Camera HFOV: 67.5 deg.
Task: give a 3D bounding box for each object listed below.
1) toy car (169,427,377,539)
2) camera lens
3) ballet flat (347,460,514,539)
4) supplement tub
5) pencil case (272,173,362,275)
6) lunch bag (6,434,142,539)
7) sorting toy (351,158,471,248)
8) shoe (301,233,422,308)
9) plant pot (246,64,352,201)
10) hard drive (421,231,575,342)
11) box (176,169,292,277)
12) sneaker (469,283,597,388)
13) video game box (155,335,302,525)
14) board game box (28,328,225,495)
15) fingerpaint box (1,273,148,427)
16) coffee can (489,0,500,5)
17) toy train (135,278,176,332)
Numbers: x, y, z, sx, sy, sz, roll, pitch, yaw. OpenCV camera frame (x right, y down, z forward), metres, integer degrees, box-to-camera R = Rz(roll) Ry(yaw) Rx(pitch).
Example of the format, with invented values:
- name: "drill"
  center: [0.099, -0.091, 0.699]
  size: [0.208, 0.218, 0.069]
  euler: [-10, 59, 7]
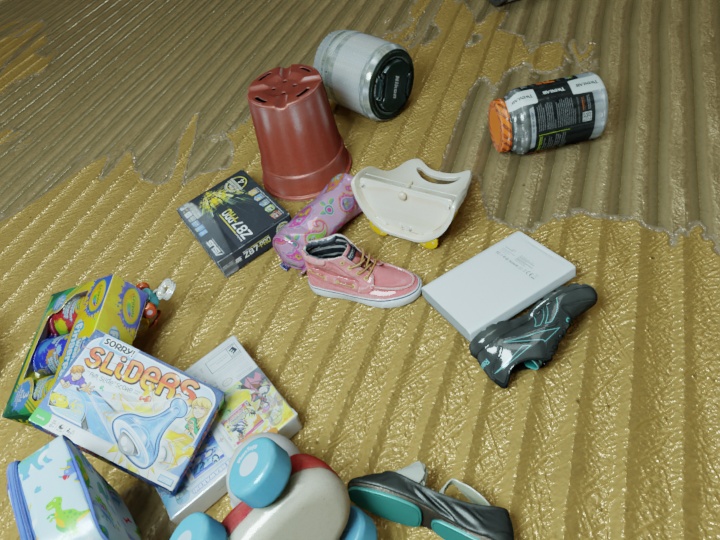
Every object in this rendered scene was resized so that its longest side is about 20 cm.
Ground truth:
- name: "toy car"
  center: [-0.114, 0.264, 0.616]
  size: [0.177, 0.185, 0.199]
  euler: [-48, 29, -8]
- name: "camera lens"
  center: [0.010, -0.436, 1.200]
  size: [0.159, 0.162, 0.199]
  euler: [-40, 52, -22]
- name: "ballet flat"
  center: [0.082, 0.272, 0.630]
  size: [0.196, 0.069, 0.069]
  euler: [19, 44, 15]
- name: "supplement tub"
  center: [0.352, -0.294, 1.023]
  size: [0.195, 0.124, 0.124]
  euler: [-12, 47, 1]
- name: "pencil case"
  center: [-0.071, -0.086, 0.967]
  size: [0.086, 0.088, 0.201]
  euler: [23, 58, 29]
- name: "lunch bag"
  center: [-0.308, 0.291, 0.604]
  size: [0.081, 0.203, 0.161]
  euler: [-28, 50, -23]
- name: "sorting toy"
  center: [0.114, -0.143, 0.969]
  size: [0.196, 0.109, 0.181]
  euler: [18, 48, 27]
- name: "shoe"
  center: [0.000, 0.000, 0.865]
  size: [0.195, 0.092, 0.072]
  euler: [6, 50, 17]
- name: "plant pot"
  center: [-0.129, -0.281, 1.071]
  size: [0.195, 0.198, 0.204]
  euler: [-7, 47, 7]
- name: "hard drive"
  center: [0.210, 0.018, 0.831]
  size: [0.197, 0.027, 0.132]
  euler: [-29, 38, -13]
- name: "box"
  center: [-0.241, -0.097, 1.035]
  size: [0.160, 0.050, 0.200]
  euler: [-36, 51, -15]
- name: "sneaker"
  center: [0.252, 0.091, 0.752]
  size: [0.197, 0.076, 0.080]
  euler: [-29, 58, -2]
- name: "video game box"
  center: [-0.209, 0.214, 0.755]
  size: [0.198, 0.047, 0.182]
  euler: [-36, 50, -18]
- name: "board game box"
  center: [-0.294, 0.180, 0.698]
  size: [0.196, 0.035, 0.137]
  euler: [25, 55, 0]
- name: "fingerpaint box"
  center: [-0.425, 0.123, 0.809]
  size: [0.163, 0.073, 0.204]
  euler: [-13, 55, 28]
- name: "coffee can"
  center: [0.445, -0.816, 1.446]
  size: [0.195, 0.148, 0.148]
  euler: [-17, 47, -3]
- name: "toy train"
  center: [-0.344, 0.115, 0.847]
  size: [0.147, 0.056, 0.204]
  euler: [-1, 61, 34]
